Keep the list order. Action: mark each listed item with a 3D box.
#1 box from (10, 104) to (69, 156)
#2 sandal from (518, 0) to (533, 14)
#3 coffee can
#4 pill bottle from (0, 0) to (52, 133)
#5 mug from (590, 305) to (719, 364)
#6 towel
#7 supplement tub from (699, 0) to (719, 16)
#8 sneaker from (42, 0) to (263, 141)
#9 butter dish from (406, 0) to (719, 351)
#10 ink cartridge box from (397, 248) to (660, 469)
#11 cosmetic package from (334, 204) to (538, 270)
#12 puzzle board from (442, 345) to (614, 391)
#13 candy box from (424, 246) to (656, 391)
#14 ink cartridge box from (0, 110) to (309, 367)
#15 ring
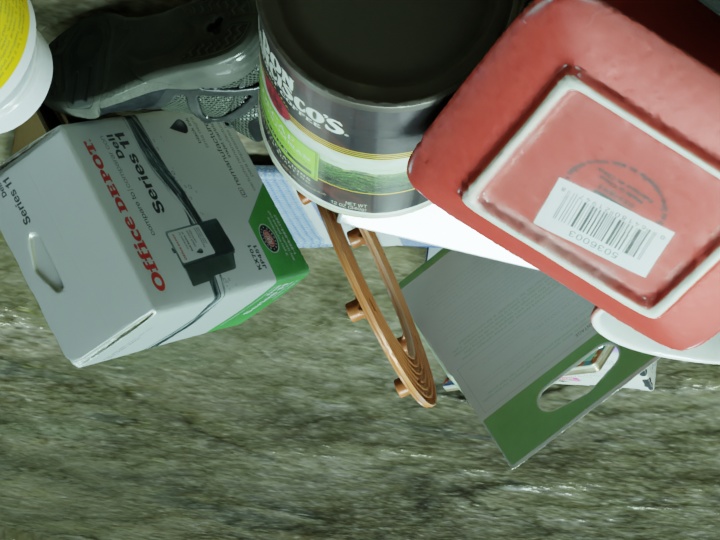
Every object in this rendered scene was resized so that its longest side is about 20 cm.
[{"bbox_3d":[-0.214,-0.039,1.847,0.021,0.164,0.200,-25,171,-16],"label":"box"},{"bbox_3d":[0.122,-0.141,1.483,0.054,0.081,0.200,-5,167,-11],"label":"sandal"},{"bbox_3d":[0.012,-0.129,1.439,0.145,0.148,0.200,8,163,1],"label":"coffee can"},{"bbox_3d":[-0.268,-0.157,1.535,0.110,0.112,0.200,1,162,20],"label":"pill bottle"},{"bbox_3d":[0.202,-0.055,1.502,0.133,0.202,0.177,18,161,-31],"label":"mug"},{"bbox_3d":[-0.033,-0.053,1.923,0.198,0.024,0.147,1,160,15],"label":"towel"},{"bbox_3d":[0.217,-0.175,1.239,0.122,0.124,0.200,-6,159,38],"label":"supplement tub"},{"bbox_3d":[-0.118,-0.124,1.636,0.198,0.077,0.114,-10,150,32],"label":"sneaker"},{"bbox_3d":[0.156,-0.086,1.341,0.199,0.148,0.200,31,141,-7],"label":"butter dish"},{"bbox_3d":[0.124,0.037,1.680,0.145,0.200,0.048,-37,137,4],"label":"ink cartridge box"},{"bbox_3d":[0.074,-0.067,1.624,0.199,0.052,0.151,13,-153,-16],"label":"cosmetic package"},{"bbox_3d":[0.154,0.006,1.771,0.150,0.200,0.017,-10,124,46],"label":"puzzle board"},{"bbox_3d":[0.151,0.034,2.034,0.166,0.072,0.200,3,162,15],"label":"candy box"},{"bbox_3d":[-0.144,-0.028,1.697,0.083,0.147,0.200,-33,172,30],"label":"ink cartridge box"},{"bbox_3d":[0.000,0.000,1.625,0.019,0.202,0.200,-25,156,8],"label":"ring"}]
